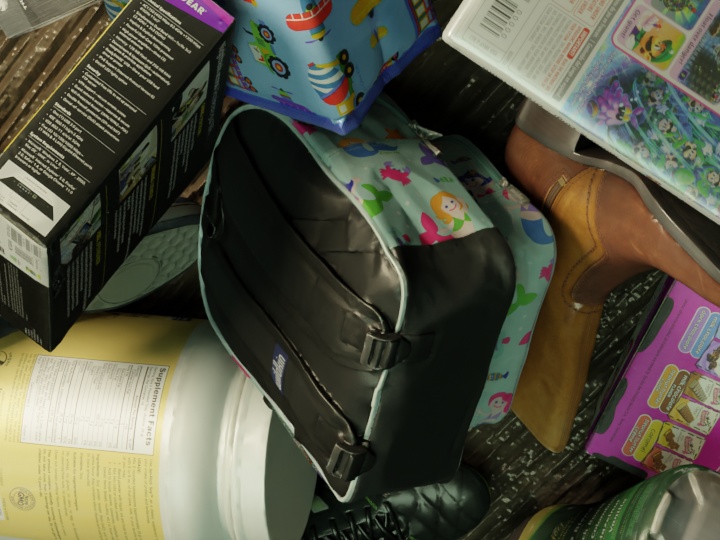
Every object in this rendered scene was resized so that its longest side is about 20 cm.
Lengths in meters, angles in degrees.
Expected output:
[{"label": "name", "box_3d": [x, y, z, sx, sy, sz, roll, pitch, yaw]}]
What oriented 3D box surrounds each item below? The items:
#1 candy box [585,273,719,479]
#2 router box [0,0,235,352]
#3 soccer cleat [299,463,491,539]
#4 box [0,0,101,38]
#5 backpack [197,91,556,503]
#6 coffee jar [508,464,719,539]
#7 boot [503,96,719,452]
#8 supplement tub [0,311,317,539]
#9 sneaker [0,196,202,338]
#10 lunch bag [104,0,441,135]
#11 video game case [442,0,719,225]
[{"label": "candy box", "box_3d": [0.243, 0.077, 1.313, 0.199, 0.061, 0.137, 25, 125, 1]}, {"label": "router box", "box_3d": [-0.131, -0.051, 1.210, 0.051, 0.149, 0.200, 37, 163, 4]}, {"label": "soccer cleat", "box_3d": [-0.017, 0.160, 1.428, 0.199, 0.081, 0.068, -11, 118, 22]}, {"label": "box", "box_3d": [-0.183, -0.224, 1.192, 0.158, 0.048, 0.201, -9, 116, 58]}, {"label": "backpack", "box_3d": [0.000, 0.000, 1.270, 0.200, 0.150, 0.178, 44, 135, 36]}, {"label": "coffee jar", "box_3d": [0.156, 0.173, 1.340, 0.104, 0.086, 0.200, 33, 155, -14]}, {"label": "boot", "box_3d": [0.123, 0.019, 1.263, 0.188, 0.068, 0.201, 40, 130, 29]}, {"label": "supplement tub", "box_3d": [-0.134, 0.097, 1.383, 0.199, 0.146, 0.146, 4, 123, 13]}, {"label": "sneaker", "box_3d": [-0.196, -0.040, 1.358, 0.201, 0.147, 0.077, -17, 150, -20]}, {"label": "lunch bag", "box_3d": [-0.077, -0.170, 1.228, 0.199, 0.094, 0.151, 14, 139, 38]}, {"label": "video game case", "box_3d": [0.168, -0.147, 1.155, 0.182, 0.024, 0.200, 33, 92, -6]}]
